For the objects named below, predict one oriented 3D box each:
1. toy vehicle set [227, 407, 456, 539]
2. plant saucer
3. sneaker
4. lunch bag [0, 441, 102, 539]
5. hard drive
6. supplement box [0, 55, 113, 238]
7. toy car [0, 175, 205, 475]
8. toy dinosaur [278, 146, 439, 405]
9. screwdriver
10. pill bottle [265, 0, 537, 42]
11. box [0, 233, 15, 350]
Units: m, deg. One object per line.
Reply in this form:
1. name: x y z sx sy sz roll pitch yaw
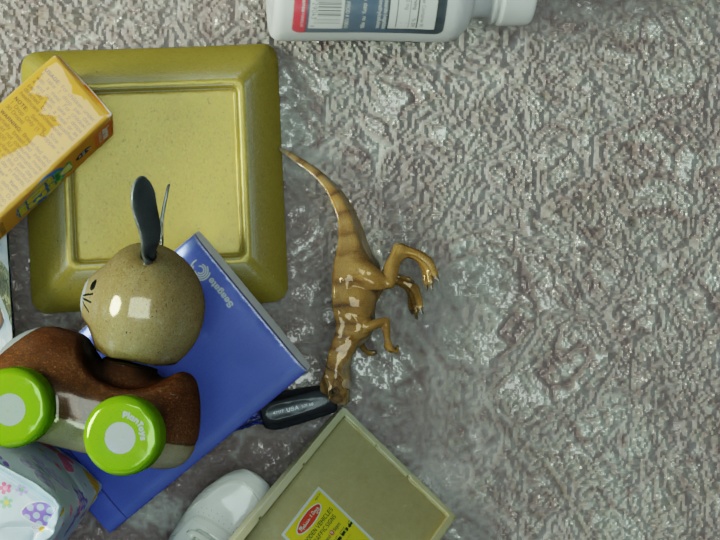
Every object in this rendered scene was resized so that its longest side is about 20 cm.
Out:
1. toy vehicle set: -0.023 0.208 1.670 0.124 0.027 0.200 45 48 -3
2. plant saucer: -0.156 -0.072 1.708 0.198 0.048 0.202 -3 89 -6
3. sneaker: -0.127 0.241 1.679 0.075 0.100 0.201 33 85 1
4. lunch bag: -0.306 0.153 1.618 0.199 0.170 0.128 35 92 1
5. hard drive: -0.155 0.085 1.688 0.200 0.025 0.132 -39 93 11
6. supplement box: -0.270 -0.063 1.631 0.069 0.067 0.200 44 81 2
7. toy car: -0.175 0.031 1.595 0.157 0.164 0.202 14 91 5
8. toy dinosaur: 0.000 0.000 1.709 0.105 0.060 0.202 0 81 -19
9. screwdriver: -0.114 0.123 1.725 0.199 0.028 0.029 -17 120 0
10. pill bottle: 0.030 -0.232 1.696 0.198 0.120 0.121 0 89 -7
11. box: -0.331 -0.025 1.675 0.135 0.038 0.202 -4 79 -7
